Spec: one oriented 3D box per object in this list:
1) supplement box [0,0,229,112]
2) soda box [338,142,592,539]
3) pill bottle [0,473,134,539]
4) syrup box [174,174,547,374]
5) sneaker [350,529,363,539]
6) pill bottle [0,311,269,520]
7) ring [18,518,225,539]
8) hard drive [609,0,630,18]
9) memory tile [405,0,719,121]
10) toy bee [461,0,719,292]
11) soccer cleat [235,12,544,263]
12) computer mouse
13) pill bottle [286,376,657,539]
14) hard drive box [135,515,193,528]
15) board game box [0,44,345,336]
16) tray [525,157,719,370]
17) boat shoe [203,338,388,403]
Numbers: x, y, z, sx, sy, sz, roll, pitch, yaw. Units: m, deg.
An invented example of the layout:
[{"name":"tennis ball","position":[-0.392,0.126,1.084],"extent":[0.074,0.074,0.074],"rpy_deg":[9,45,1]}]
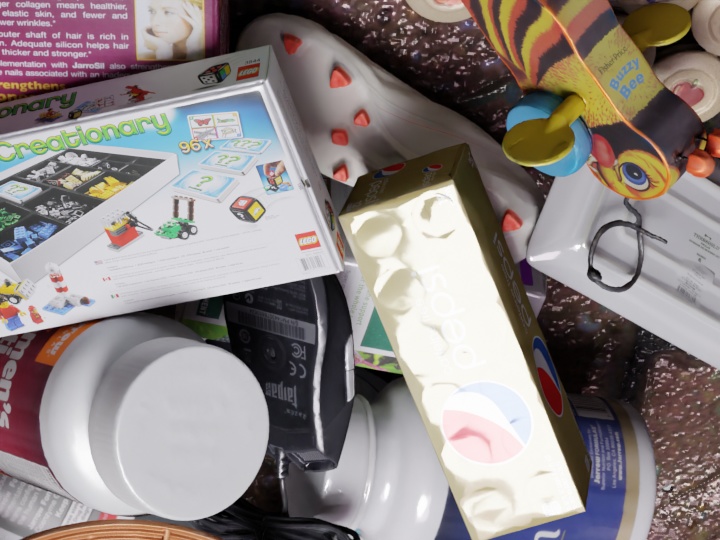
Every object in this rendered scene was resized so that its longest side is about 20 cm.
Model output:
[{"name":"supplement box","position":[-0.134,-0.118,1.191],"extent":[0.131,0.103,0.200],"rpy_deg":[2,131,-1]},{"name":"soda box","position":[0.058,0.039,1.221],"extent":[0.068,0.064,0.200],"rpy_deg":[-18,108,16]},{"name":"pill bottle","position":[-0.238,0.108,1.371],"extent":[0.200,0.114,0.114],"rpy_deg":[27,124,-23]},{"name":"syrup box","position":[0.000,0.000,1.310],"extent":[0.199,0.082,0.079],"rpy_deg":[11,130,-10]},{"name":"sneaker","position":[0.063,0.148,1.458],"extent":[0.199,0.074,0.082],"rpy_deg":[4,99,2]},{"name":"pill bottle","position":[-0.138,0.073,1.242],"extent":[0.109,0.200,0.110],"rpy_deg":[-3,96,-33]},{"name":"ring","position":[-0.128,0.210,1.260],"extent":[0.200,0.019,0.201],"rpy_deg":[-1,131,-1]},{"name":"hard drive","position":[0.116,-0.224,1.161],"extent":[0.132,0.027,0.200],"rpy_deg":[-35,124,25]},{"name":"memory tile","position":[0.134,-0.160,1.189],"extent":[0.200,0.017,0.153],"rpy_deg":[21,127,-18]},{"name":"toy bee","position":[0.137,-0.084,1.167],"extent":[0.200,0.131,0.109],"rpy_deg":[39,157,-34]},{"name":"soccer cleat","position":[0.017,-0.074,1.263],"extent":[0.200,0.078,0.069],"rpy_deg":[37,117,-5]},{"name":"computer mouse","position":[-0.055,0.064,1.273],"extent":[0.140,0.046,0.201],"rpy_deg":[8,111,39]},{"name":"pill bottle","position":[0.062,0.121,1.342],"extent":[0.199,0.111,0.111],"rpy_deg":[7,130,-18]},{"name":"hard drive box","position":[-0.151,0.237,1.427],"extent":[0.077,0.200,0.156],"rpy_deg":[21,125,-18]},{"name":"board game box","position":[-0.120,-0.036,1.165],"extent":[0.199,0.035,0.126],"rpy_deg":[-10,128,13]},{"name":"tray","position":[0.187,-0.014,1.286],"extent":[0.200,0.022,0.108],"rpy_deg":[27,81,-31]},{"name":"boat shoe","position":[-0.038,0.080,1.386],"extent":[0.074,0.065,0.200],"rpy_deg":[-35,123,24]}]
